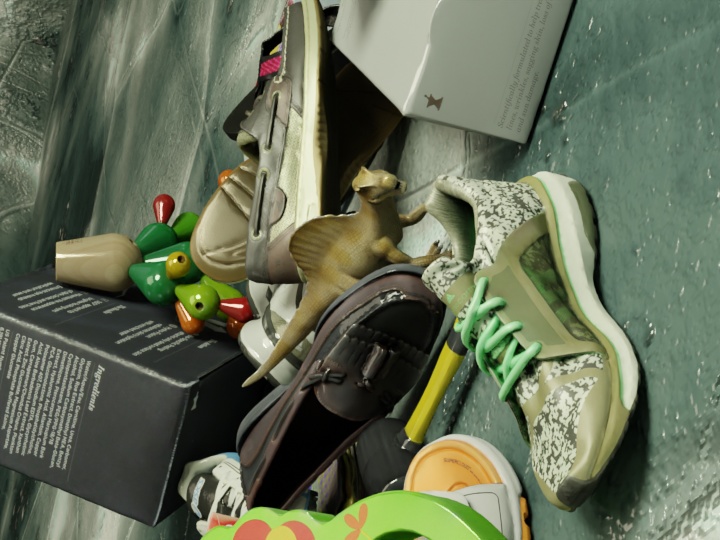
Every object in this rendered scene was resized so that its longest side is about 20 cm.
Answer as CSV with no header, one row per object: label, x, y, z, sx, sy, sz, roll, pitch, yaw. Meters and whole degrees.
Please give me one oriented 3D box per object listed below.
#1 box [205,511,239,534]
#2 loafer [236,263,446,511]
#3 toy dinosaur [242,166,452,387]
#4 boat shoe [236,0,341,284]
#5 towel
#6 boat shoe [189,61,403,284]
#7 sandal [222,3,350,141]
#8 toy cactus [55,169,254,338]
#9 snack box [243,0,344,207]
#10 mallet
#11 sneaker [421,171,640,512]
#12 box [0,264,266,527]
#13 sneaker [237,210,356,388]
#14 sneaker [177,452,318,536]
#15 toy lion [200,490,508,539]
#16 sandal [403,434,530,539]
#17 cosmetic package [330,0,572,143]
box,-0.067,0.260,0.900,0.095,0.101,0.202,-86,9,-68
loafer,-0.012,0.080,0.908,0.200,0.071,0.063,-49,25,36
toy dinosaur,0.000,0.000,0.915,0.201,0.100,0.059,122,155,-43
boat shoe,-0.048,-0.085,0.982,0.072,0.065,0.204,68,-162,-67
towel,-0.040,0.157,1.064,0.201,0.022,0.145,122,153,-46
boat shoe,-0.037,-0.061,1.048,0.200,0.073,0.065,-44,-10,-15
sandal,-0.033,-0.163,1.094,0.199,0.045,0.076,-34,31,32
toy cactus,-0.158,-0.012,1.201,0.201,0.162,0.103,-108,22,-57
snack box,-0.047,-0.112,1.212,0.201,0.052,0.143,-101,28,-49
mallet,0.052,0.055,0.838,0.066,0.041,0.201,-106,37,-54
sneaker,0.068,0.027,0.714,0.201,0.087,0.077,-98,28,-46
box,-0.195,0.087,1.185,0.196,0.198,0.119,-27,-46,-71
sneaker,-0.020,0.010,1.061,0.115,0.076,0.201,-44,11,10
sneaker,-0.078,0.166,1.024,0.200,0.072,0.073,-175,99,-71
toy lion,-0.011,0.180,0.701,0.201,0.068,0.192,-52,52,15
sandal,0.042,0.164,0.728,0.079,0.059,0.209,-38,42,34
cosmetic package,0.050,-0.159,0.907,0.200,0.080,0.114,-123,48,-64
